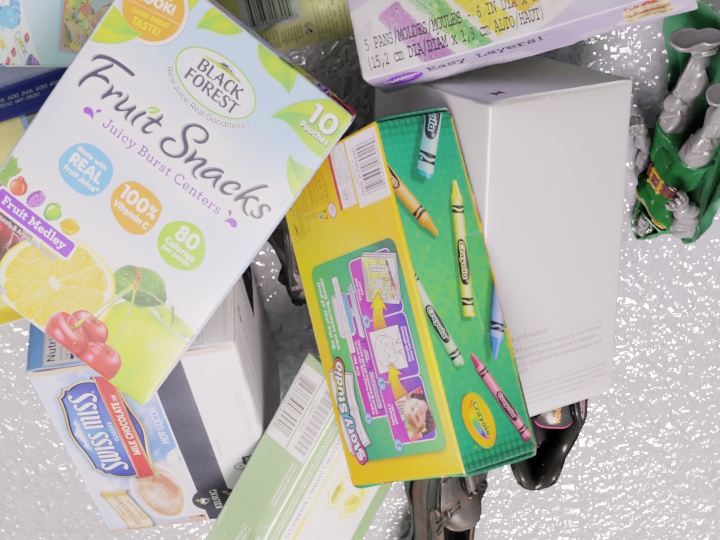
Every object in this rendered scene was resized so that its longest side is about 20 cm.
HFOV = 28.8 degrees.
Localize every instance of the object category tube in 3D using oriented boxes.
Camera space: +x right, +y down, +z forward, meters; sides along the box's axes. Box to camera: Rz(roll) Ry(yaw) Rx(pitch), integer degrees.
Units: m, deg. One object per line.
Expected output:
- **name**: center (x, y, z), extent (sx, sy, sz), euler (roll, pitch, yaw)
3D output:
- **tube**: center (0.009, -0.178, 0.872), extent (0.197, 0.053, 0.058), euler (-15, 162, 2)

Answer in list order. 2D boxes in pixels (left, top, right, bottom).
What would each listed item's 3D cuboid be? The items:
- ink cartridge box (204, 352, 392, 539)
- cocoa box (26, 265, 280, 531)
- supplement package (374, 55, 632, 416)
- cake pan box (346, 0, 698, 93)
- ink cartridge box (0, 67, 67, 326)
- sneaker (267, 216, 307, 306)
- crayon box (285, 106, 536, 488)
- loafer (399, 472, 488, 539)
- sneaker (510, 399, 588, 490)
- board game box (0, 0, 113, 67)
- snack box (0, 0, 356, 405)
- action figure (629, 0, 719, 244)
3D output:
- **ink cartridge box**: center (-0.004, 0.139, 0.963), extent (0.199, 0.048, 0.147), euler (19, 102, -56)
- **cocoa box**: center (-0.130, 0.063, 0.934), extent (0.129, 0.135, 0.201), euler (-8, 141, 2)
- **supplement package**: center (0.084, -0.024, 0.872), extent (0.116, 0.117, 0.203), euler (-12, 113, -32)
- **cake pan box**: center (0.072, -0.213, 0.784), extent (0.197, 0.052, 0.187), euler (-12, 83, 17)
- **ink cartridge box**: center (-0.231, -0.066, 0.952), extent (0.195, 0.047, 0.202), euler (-15, 120, 12)
- **sneaker**: center (0.000, 0.000, 0.965), extent (0.097, 0.071, 0.200), euler (-19, 131, 34)
- **crayon box**: center (0.023, 0.020, 0.819), extent (0.058, 0.118, 0.203), euler (-12, 87, -33)
- **loafer**: center (0.072, 0.184, 1.059), extent (0.063, 0.071, 0.202), euler (36, 135, 32)
- **sneaker**: center (0.139, 0.068, 0.986), extent (0.079, 0.087, 0.202), euler (0, 120, 1)
- **board game box**: center (-0.193, -0.182, 0.837), extent (0.197, 0.103, 0.106), euler (1, 109, 3)
- **snack box**: center (-0.116, -0.049, 0.778), extent (0.142, 0.053, 0.201), euler (37, 99, -5)
- **action figure**: center (0.201, -0.073, 0.880), extent (0.054, 0.119, 0.201), euler (-19, 153, -10)
